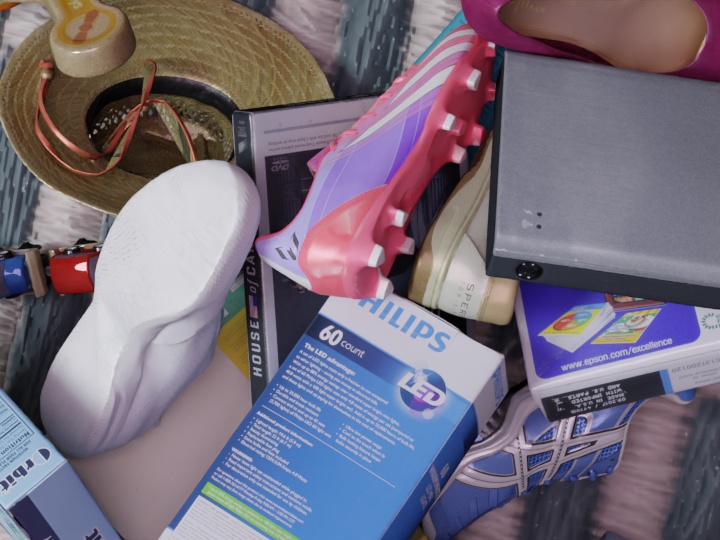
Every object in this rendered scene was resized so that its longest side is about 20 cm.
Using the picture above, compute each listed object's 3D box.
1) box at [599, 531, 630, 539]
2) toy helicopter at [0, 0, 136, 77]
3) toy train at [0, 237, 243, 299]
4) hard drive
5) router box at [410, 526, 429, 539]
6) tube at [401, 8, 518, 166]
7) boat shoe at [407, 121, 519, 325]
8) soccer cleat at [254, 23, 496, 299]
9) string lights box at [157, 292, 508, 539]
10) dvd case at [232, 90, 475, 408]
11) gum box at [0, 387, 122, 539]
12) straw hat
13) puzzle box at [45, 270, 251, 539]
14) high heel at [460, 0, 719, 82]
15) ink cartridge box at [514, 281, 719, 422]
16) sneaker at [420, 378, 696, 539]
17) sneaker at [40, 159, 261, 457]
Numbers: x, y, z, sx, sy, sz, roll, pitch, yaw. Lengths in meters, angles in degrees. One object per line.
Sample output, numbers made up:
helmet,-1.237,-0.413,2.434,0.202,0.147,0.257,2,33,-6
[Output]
box,0.189,0.283,1.213,0.200,0.105,0.184,27,96,6
toy helicopter,-0.164,-0.174,1.204,0.132,0.200,0.079,-19,132,-10
toy train,-0.162,-0.001,1.251,0.199,0.046,0.034,-4,107,22
hard drive,0.170,-0.044,1.119,0.199,0.033,0.140,8,53,-4
router box,-0.038,0.218,1.185,0.200,0.052,0.157,-37,117,-9
tube,0.077,-0.129,1.231,0.077,0.050,0.200,42,102,14
boat shoe,0.094,-0.045,1.174,0.066,0.074,0.200,26,57,9
soccer cleat,0.015,-0.069,1.145,0.076,0.067,0.200,17,58,19
string lights box,-0.016,0.109,1.115,0.103,0.059,0.200,30,73,18
dvd case,0.000,0.000,1.195,0.150,0.025,0.201,-11,103,-34
gum box,-0.206,0.106,1.184,0.045,0.170,0.200,-39,53,-14
straw hat,-0.119,-0.072,1.237,0.201,0.201,0.085,24,138,6
puzzle box,-0.075,0.086,1.240,0.200,0.025,0.133,-42,87,-14
high heel,0.148,-0.131,1.163,0.199,0.096,0.068,9,112,-12
ink cartridge box,0.181,-0.023,1.192,0.197,0.043,0.200,-14,51,9
sneaker,0.110,0.100,1.224,0.200,0.076,0.077,-42,88,7
sneaker,-0.101,0.018,1.156,0.075,0.088,0.200,52,122,28
